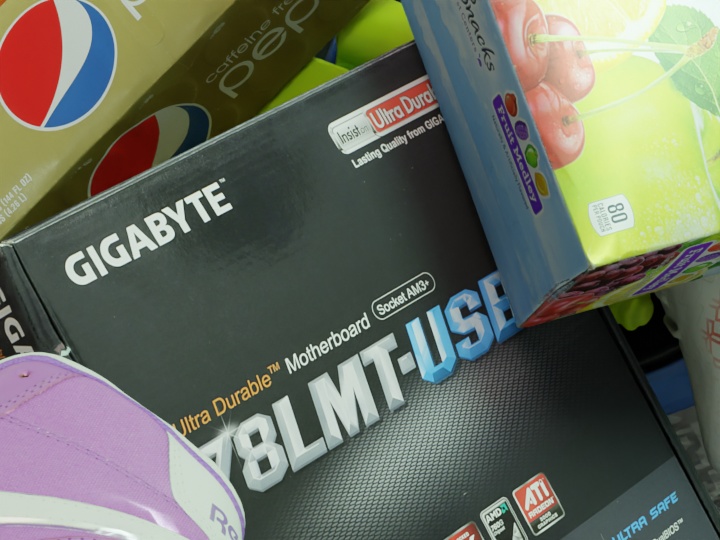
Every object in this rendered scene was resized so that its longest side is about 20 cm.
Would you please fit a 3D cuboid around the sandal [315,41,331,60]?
[{"bbox_3d":[-0.006,-0.091,1.167,0.200,0.045,0.075,-25,43,-21],"label":"sandal"}]

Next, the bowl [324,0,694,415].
[{"bbox_3d":[0.076,-0.047,1.025,0.200,0.039,0.201,-4,78,18],"label":"bowl"}]

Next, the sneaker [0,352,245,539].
[{"bbox_3d":[-0.126,0.060,0.697,0.200,0.073,0.114,14,38,4],"label":"sneaker"}]

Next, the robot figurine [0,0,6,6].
[{"bbox_3d":[-0.078,-0.143,1.112,0.200,0.144,0.117,-24,86,-48],"label":"robot figurine"}]

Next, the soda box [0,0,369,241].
[{"bbox_3d":[-0.064,-0.082,0.986,0.200,0.068,0.064,-45,66,8],"label":"soda box"}]

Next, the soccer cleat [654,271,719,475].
[{"bbox_3d":[0.100,-0.032,0.950,0.085,0.069,0.200,1,76,-3],"label":"soccer cleat"}]

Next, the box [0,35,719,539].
[{"bbox_3d":[0.001,0.050,0.863,0.200,0.199,0.050,-28,2,-44],"label":"box"}]

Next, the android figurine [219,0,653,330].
[{"bbox_3d":[0.000,0.000,0.998,0.200,0.041,0.182,20,86,24],"label":"android figurine"}]

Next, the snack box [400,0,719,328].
[{"bbox_3d":[0.116,-0.091,0.900,0.200,0.068,0.169,-16,78,-22],"label":"snack box"}]
